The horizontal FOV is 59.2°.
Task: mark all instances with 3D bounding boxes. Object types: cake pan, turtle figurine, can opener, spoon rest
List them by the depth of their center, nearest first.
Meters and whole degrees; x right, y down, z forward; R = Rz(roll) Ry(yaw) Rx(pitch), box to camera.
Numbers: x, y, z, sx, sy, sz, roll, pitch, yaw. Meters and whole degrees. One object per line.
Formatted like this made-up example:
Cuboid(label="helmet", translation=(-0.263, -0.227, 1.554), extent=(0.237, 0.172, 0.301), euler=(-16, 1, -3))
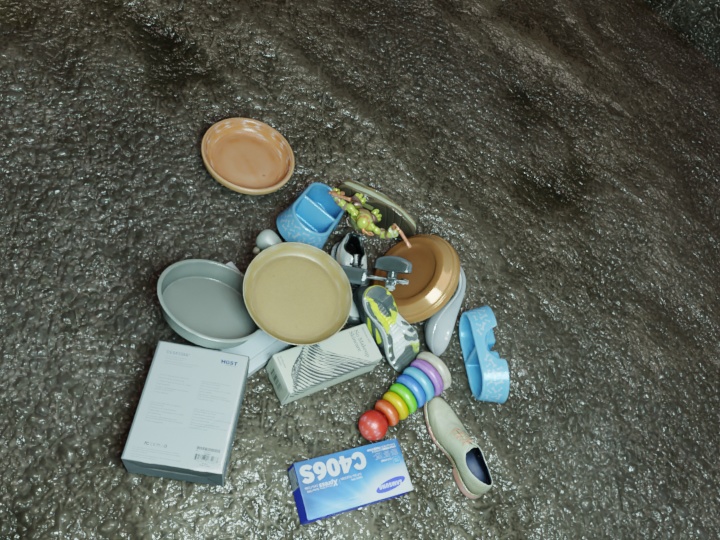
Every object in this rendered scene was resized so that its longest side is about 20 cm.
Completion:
Cuboid(label="cake pan", translation=(-0.259, 0.060, 1.107), extent=(0.199, 0.037, 0.201), euler=(22, 33, -15))
Cuboid(label="can opener", translation=(0.000, 0.000, 1.229), extent=(0.199, 0.053, 0.067), euler=(5, 86, 6))
Cuboid(label="spoon rest", translation=(0.174, 0.074, 1.285), extent=(0.099, 0.060, 0.201), euler=(10, 88, -59))
Cuboid(label="turtle figurine", translation=(0.013, -0.104, 1.309), extent=(0.199, 0.065, 0.161), euler=(31, 13, -6))

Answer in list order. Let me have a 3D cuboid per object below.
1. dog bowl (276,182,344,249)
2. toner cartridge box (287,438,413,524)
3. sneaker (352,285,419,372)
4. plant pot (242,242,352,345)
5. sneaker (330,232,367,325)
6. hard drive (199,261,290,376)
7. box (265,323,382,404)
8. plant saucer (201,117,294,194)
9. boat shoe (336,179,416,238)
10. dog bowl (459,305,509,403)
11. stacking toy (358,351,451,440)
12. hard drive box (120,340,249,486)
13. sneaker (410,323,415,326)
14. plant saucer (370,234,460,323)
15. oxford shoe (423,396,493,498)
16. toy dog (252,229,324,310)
Cuboid(label="dog bowl", translation=(-0.096, -0.116, 1.312), extent=(0.111, 0.050, 0.200), euler=(39, 35, -7))
Cuboid(label="toner cartridge box", translation=(-0.016, 0.359, 1.088), extent=(0.199, 0.043, 0.095), euler=(-7, 64, -26))
Cuboid(label="sneaker", translation=(0.049, 0.106, 1.229), extent=(0.074, 0.085, 0.201), euler=(-32, 114, -19))
Cuboid(label="plant pot", translation=(-0.113, 0.044, 1.136), extent=(0.199, 0.028, 0.201), euler=(9, 60, -17))
Cuboid(label="sneaker", translation=(-0.021, 0.013, 1.282), extent=(0.073, 0.080, 0.201), euler=(4, 60, -23))
Cuboid(label="hard drive", translation=(-0.231, 0.090, 1.177), extent=(0.132, 0.027, 0.200), euler=(-35, 77, -35))
Cuboid(label="box", translation=(-0.067, 0.171, 1.169), extent=(0.199, 0.068, 0.082), euler=(-18, 68, -30))
Cuboid(label="plant saucer", translation=(-0.243, -0.242, 1.365), extent=(0.199, 0.037, 0.201), euler=(11, 57, -17))
Cuboid(label="boat shoe", translation=(0.043, -0.148, 1.421), extent=(0.199, 0.072, 0.076), euler=(34, 37, -2))
Cuboid(label="dog bowl", translation=(0.244, 0.168, 1.271), extent=(0.049, 0.112, 0.201), euler=(-3, 60, -8))
Cuboid(label="stacking toy", translation=(0.076, 0.239, 1.177), extent=(0.200, 0.085, 0.085), euler=(-35, 77, -27))
Cuboid(label="hard drive box", translation=(-0.275, 0.229, 1.025), extent=(0.155, 0.077, 0.201), euler=(11, 56, -4))
Cuboid(label="sneaker", translation=(0.115, 0.034, 1.340), extent=(0.090, 0.070, 0.200), euler=(28, 51, 13))
Cuboid(label="plant saucer", translation=(0.103, 0.010, 1.275), extent=(0.037, 0.199, 0.201), euler=(41, 40, -46))
Cuboid(label="oxford shoe", translation=(0.188, 0.318, 1.179), extent=(0.071, 0.074, 0.201), euler=(-19, 68, -30))
Cuboid(label="toy dog", translation=(-0.146, 0.028, 1.214), extent=(0.096, 0.132, 0.200), euler=(-37, 70, 4))
